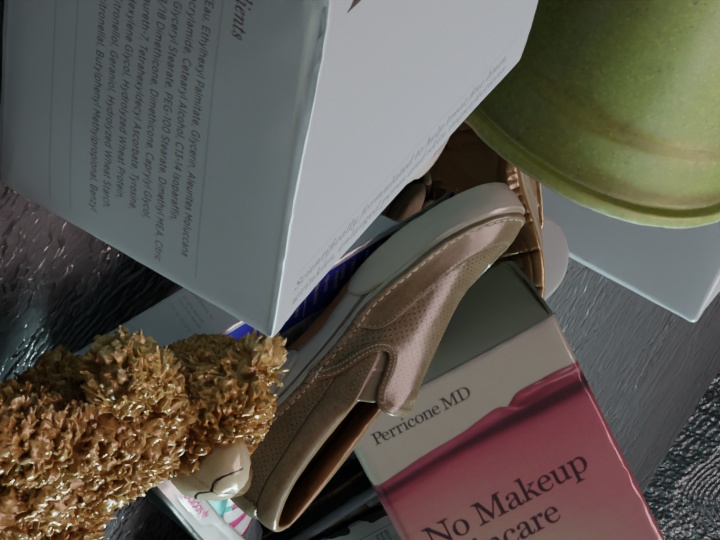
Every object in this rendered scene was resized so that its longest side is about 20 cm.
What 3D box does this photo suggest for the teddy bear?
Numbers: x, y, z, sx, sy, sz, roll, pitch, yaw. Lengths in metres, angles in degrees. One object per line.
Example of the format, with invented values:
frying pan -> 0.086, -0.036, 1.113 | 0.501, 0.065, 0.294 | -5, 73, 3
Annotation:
teddy bear -> -0.114, 0.077, 0.976 | 0.200, 0.067, 0.145 | 8, 122, -51

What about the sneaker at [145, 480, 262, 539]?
sneaker -> -0.062, 0.084, 1.232 | 0.121, 0.084, 0.200 | -48, 162, -9

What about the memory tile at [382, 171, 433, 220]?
memory tile -> 0.066, -0.088, 1.449 | 0.200, 0.017, 0.153 | -60, 165, -3

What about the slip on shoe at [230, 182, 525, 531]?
slip on shoe -> 0.008, 0.041, 1.095 | 0.200, 0.061, 0.076 | -41, 161, 11

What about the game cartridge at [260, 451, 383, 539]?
game cartridge -> -0.018, 0.140, 1.389 | 0.200, 0.042, 0.133 | -33, 164, 0

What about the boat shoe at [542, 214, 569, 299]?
boat shoe -> 0.043, 0.027, 1.418 | 0.200, 0.064, 0.071 | -31, 108, -37

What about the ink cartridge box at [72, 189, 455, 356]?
ink cartridge box -> -0.048, 0.022, 1.096 | 0.200, 0.037, 0.095 | -29, 160, -17

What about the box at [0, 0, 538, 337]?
box -> -0.023, -0.122, 0.871 | 0.199, 0.131, 0.200 | -48, 161, -37

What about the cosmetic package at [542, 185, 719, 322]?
cosmetic package -> 0.209, -0.090, 1.595 | 0.167, 0.166, 0.200 | -64, 169, 18

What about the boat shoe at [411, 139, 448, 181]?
boat shoe -> 0.003, -0.089, 1.119 | 0.200, 0.075, 0.093 | -36, 160, -55

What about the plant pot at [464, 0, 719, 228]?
plant pot -> 0.161, -0.157, 1.220 | 0.200, 0.200, 0.184 | -41, 164, -52

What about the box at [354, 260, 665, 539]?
box -> 0.079, 0.118, 1.276 | 0.128, 0.200, 0.109 | -28, -161, -1

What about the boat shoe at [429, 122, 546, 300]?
boat shoe -> 0.076, -0.039, 1.360 | 0.069, 0.074, 0.200 | -48, 136, -63

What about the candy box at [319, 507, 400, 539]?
candy box -> -0.041, 0.219, 1.378 | 0.200, 0.072, 0.168 | -21, 163, -48
